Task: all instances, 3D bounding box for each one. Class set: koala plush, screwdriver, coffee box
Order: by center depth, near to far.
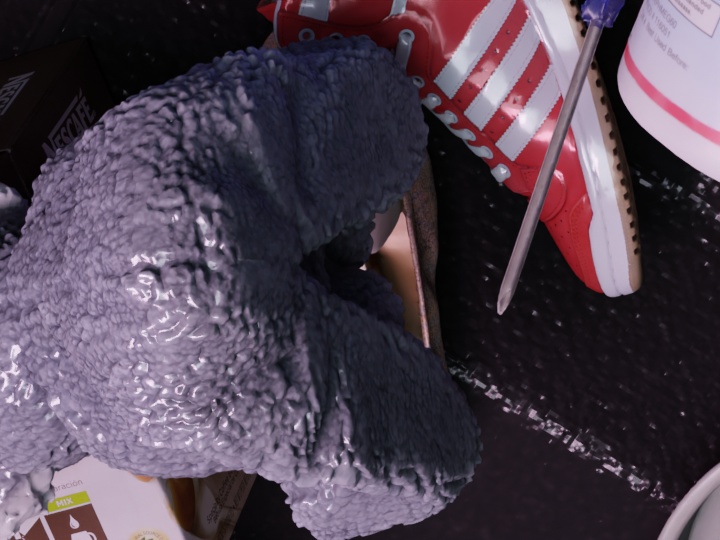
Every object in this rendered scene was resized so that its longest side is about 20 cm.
[{"bbox_3d":[-0.091,0.016,0.984,0.200,0.184,0.178,-12,83,27],"label":"koala plush"},{"bbox_3d":[0.077,-0.074,1.023,0.029,0.200,0.028,6,157,46],"label":"screwdriver"},{"bbox_3d":[-0.119,0.026,1.136,0.080,0.114,0.200,-15,113,18],"label":"coffee box"}]

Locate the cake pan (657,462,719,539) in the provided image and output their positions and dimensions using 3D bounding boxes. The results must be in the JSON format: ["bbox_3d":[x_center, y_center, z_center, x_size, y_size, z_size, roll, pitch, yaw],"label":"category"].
[{"bbox_3d":[0.216,0.137,1.166,0.200,0.037,0.201,5,117,9],"label":"cake pan"}]

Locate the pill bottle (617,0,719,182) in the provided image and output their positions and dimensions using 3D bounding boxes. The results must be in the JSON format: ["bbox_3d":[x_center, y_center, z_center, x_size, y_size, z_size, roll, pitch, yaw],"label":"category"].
[{"bbox_3d":[0.172,-0.131,1.000,0.109,0.109,0.200,20,119,1],"label":"pill bottle"}]

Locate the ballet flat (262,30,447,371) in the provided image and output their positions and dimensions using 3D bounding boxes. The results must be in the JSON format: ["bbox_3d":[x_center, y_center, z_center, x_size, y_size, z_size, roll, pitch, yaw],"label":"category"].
[{"bbox_3d":[0.000,0.000,1.125,0.068,0.067,0.200,-10,113,15],"label":"ballet flat"}]

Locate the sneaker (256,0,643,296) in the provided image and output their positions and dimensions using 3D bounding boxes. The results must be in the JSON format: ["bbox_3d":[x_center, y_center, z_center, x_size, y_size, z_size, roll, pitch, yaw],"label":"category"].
[{"bbox_3d":[0.032,-0.071,1.071,0.112,0.071,0.200,-19,104,5],"label":"sneaker"}]
